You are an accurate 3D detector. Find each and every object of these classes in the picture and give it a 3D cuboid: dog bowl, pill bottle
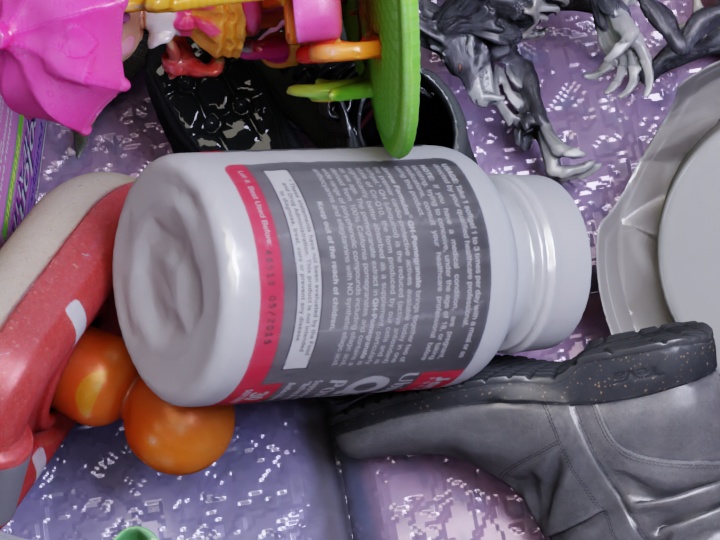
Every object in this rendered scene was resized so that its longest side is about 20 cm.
[{"bbox_3d":[0.213,-0.010,1.351,0.199,0.059,0.201,3,99,16],"label":"dog bowl"},{"bbox_3d":[0.000,0.000,1.290,0.200,0.111,0.111,-3,68,-32],"label":"pill bottle"}]

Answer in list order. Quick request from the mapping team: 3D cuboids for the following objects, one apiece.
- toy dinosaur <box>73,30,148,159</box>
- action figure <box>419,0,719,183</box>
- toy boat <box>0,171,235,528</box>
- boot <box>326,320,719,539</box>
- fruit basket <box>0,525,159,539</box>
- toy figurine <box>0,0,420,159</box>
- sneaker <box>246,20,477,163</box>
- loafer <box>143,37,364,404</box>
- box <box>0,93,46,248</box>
[{"bbox_3d":[-0.120,-0.158,1.444,0.102,0.077,0.201,0,65,17],"label":"toy dinosaur"},{"bbox_3d":[0.109,-0.107,1.388,0.199,0.119,0.102,-6,70,-14],"label":"action figure"},{"bbox_3d":[-0.117,0.049,1.328,0.130,0.131,0.200,26,44,6],"label":"toy boat"},{"bbox_3d":[0.085,0.105,1.349,0.200,0.070,0.132,-10,98,25],"label":"boot"},{"bbox_3d":[-0.097,0.184,1.265,0.185,0.200,0.094,43,93,14],"label":"fruit basket"},{"bbox_3d":[-0.079,-0.118,1.264,0.184,0.200,0.151,-5,96,-6],"label":"toy figurine"},{"bbox_3d":[-0.008,-0.096,1.408,0.071,0.099,0.200,-40,73,-9],"label":"sneaker"},{"bbox_3d":[-0.044,-0.028,1.403,0.068,0.070,0.201,-27,85,-4],"label":"loafer"},{"bbox_3d":[-0.251,-0.072,1.354,0.175,0.200,0.097,4,72,3],"label":"box"}]
